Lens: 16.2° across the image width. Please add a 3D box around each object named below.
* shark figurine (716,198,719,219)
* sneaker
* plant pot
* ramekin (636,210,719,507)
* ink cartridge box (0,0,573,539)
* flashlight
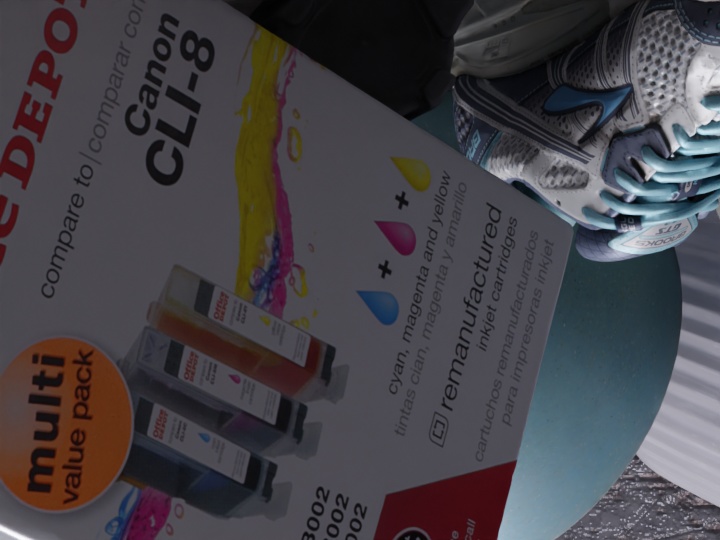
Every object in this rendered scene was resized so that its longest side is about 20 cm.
[{"bbox_3d":[0.157,-0.040,0.840,0.089,0.215,0.128,-38,143,0],"label":"shark figurine"},{"bbox_3d":[0.092,-0.047,0.708,0.077,0.087,0.200,-2,178,-26],"label":"sneaker"},{"bbox_3d":[0.000,0.000,0.920,0.199,0.201,0.135,-3,153,29],"label":"plant pot"},{"bbox_3d":[0.188,0.015,1.084,0.105,0.201,0.200,18,-173,26],"label":"ramekin"},{"bbox_3d":[-0.073,0.016,0.653,0.200,0.146,0.144,29,158,-36],"label":"ink cartridge box"},{"bbox_3d":[-0.031,-0.053,0.769,0.068,0.068,0.200,13,174,-15],"label":"flashlight"}]
